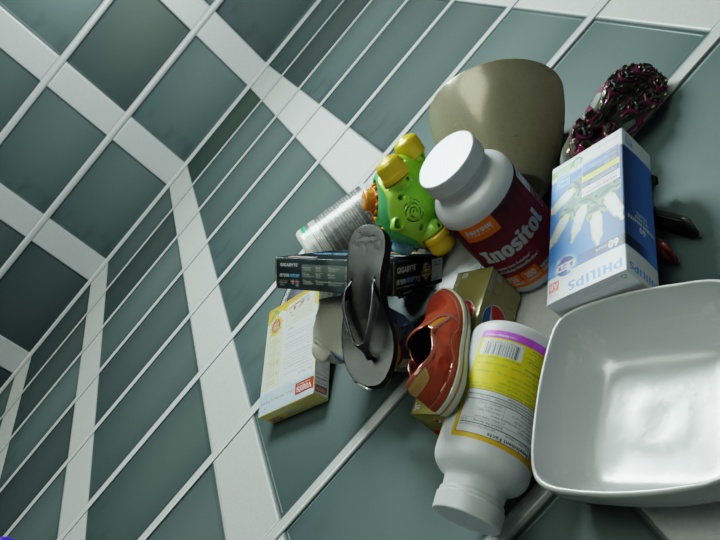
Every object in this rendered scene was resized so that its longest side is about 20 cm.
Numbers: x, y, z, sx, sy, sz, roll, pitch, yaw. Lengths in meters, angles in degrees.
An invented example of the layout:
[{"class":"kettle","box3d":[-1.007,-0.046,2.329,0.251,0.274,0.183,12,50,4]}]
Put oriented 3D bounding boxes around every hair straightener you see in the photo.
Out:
[{"class":"hair straightener","box3d":[0.323,-0.075,0.820,0.077,0.041,0.200,-49,24,4]}]

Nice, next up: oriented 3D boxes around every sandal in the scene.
[{"class":"sandal","box3d":[0.003,0.043,0.862,0.074,0.043,0.207,-11,74,29]}]

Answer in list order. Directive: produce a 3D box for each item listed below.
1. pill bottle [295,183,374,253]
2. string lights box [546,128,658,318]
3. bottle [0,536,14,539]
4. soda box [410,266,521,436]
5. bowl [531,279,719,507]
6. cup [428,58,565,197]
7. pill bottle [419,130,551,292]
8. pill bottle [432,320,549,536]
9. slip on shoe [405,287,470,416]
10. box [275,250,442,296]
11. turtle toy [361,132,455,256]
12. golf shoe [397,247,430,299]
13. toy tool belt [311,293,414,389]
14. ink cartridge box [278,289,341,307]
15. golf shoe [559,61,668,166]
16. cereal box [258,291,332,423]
[{"class":"pill bottle","box3d":[-0.003,-0.074,1.183,0.198,0.114,0.113,-36,29,0]},{"class":"string lights box","box3d":[0.264,-0.047,0.765,0.102,0.058,0.204,-33,34,44]},{"class":"bottle","box3d":[-0.898,0.726,1.661,0.200,0.065,0.084,-45,28,13]},{"class":"soda box","box3d":[0.132,0.101,0.855,0.063,0.067,0.204,-13,47,48]},{"class":"bowl","box3d":[0.260,0.122,0.636,0.197,0.074,0.204,-18,42,45]},{"class":"cup","box3d":[0.200,-0.169,0.972,0.198,0.198,0.147,-27,57,37]},{"class":"pill bottle","box3d":[0.165,-0.073,0.870,0.112,0.199,0.115,-35,31,25]},{"class":"pill bottle","box3d":[0.140,0.164,0.734,0.103,0.104,0.204,-11,48,50]},{"class":"slip on shoe","box3d":[0.084,0.078,0.786,0.075,0.060,0.202,-59,9,31]},{"class":"box","box3d":[0.000,0.000,0.995,0.195,0.158,0.048,3,97,32]},{"class":"turtle toy","box3d":[0.069,-0.100,0.951,0.100,0.147,0.201,-28,16,33]},{"class":"golf shoe","box3d":[0.094,-0.056,1.070,0.202,0.094,0.077,-56,30,-5]},{"class":"toy tool belt","box3d":[0.024,0.095,0.972,0.198,0.120,0.129,18,97,55]},{"class":"ink cartridge box","box3d":[-0.092,0.033,1.300,0.197,0.039,0.101,-15,46,50]},{"class":"golf shoe","box3d":[0.323,-0.194,0.908,0.199,0.073,0.093,-43,-13,-19]},{"class":"cereal box","box3d":[-0.107,0.138,1.165,0.142,0.039,0.205,-28,47,37]}]
